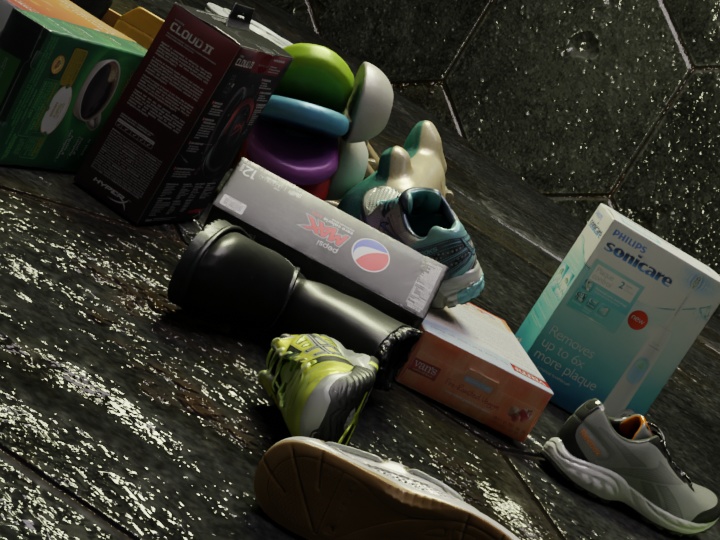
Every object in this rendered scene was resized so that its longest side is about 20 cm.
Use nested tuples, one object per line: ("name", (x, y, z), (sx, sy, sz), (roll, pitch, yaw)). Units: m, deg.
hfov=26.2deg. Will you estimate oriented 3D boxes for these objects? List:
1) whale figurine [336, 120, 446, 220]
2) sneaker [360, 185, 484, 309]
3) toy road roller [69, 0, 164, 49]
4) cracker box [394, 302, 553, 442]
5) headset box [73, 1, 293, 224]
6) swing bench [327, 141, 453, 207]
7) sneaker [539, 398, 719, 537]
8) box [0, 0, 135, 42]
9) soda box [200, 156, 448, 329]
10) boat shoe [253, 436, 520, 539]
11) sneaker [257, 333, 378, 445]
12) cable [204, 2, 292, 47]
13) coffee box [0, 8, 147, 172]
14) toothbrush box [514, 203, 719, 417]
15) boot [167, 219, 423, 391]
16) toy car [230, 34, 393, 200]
("whale figurine", (0.033, -0.068, 1.618), (0.104, 0.200, 0.159), (2, -42, 19))
("sneaker", (0.056, -0.047, 1.436), (0.078, 0.086, 0.200), (-21, 32, -16))
("toy road roller", (-0.255, -0.211, 1.590), (0.200, 0.123, 0.146), (30, 0, -8))
("cracker box", (0.086, 0.072, 1.426), (0.134, 0.058, 0.200), (27, 11, -14))
("headset box", (-0.147, -0.144, 1.365), (0.075, 0.200, 0.149), (34, 12, 11))
("swing bench", (-0.009, -0.109, 1.793), (0.200, 0.130, 0.199), (36, 10, -9))
("sneaker", (0.256, 0.177, 1.380), (0.200, 0.079, 0.074), (27, 10, -30))
("box", (-0.319, -0.204, 1.404), (0.152, 0.106, 0.200), (33, 11, 5))
("soda box", (-0.034, -0.010, 1.302), (0.200, 0.071, 0.063), (29, 50, 0))
("boat shoe", (0.036, 0.151, 0.909), (0.200, 0.071, 0.069), (31, 13, 4))
("sneaker", (-0.035, 0.084, 1.044), (0.076, 0.075, 0.200), (24, 1, 0))
("cable", (-0.187, -0.384, 2.652), (0.200, 0.069, 0.200), (37, 13, 30))
("coffee box", (-0.250, -0.146, 1.307), (0.044, 0.123, 0.200), (32, 12, 17))
("toothbrush box", (0.264, 0.054, 1.619), (0.146, 0.200, 0.085), (31, 11, -9))
("boot", (-0.045, 0.034, 1.184), (0.162, 0.073, 0.198), (30, 3, 13))
("toy car", (-0.070, -0.131, 1.565), (0.175, 0.200, 0.150), (15, 46, -9))
